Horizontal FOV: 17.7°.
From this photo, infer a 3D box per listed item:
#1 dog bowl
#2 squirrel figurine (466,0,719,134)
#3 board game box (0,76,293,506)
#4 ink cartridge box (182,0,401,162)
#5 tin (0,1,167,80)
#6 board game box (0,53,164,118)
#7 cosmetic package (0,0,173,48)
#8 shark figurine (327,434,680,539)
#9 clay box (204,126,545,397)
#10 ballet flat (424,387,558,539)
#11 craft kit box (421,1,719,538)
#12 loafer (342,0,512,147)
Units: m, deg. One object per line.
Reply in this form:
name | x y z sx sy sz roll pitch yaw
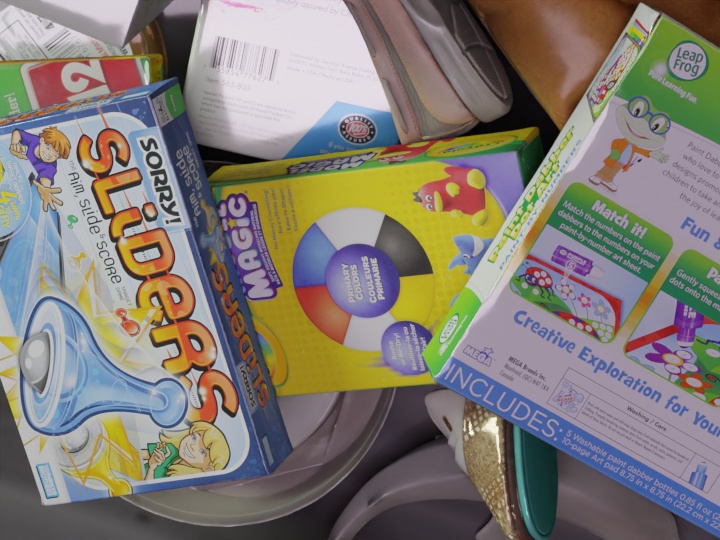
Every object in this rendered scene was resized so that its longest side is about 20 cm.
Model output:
dog bowl | -0.075 0.033 1.237 0.200 0.059 0.200 2 105 6
squirrel figurine | 0.137 -0.171 1.112 0.187 0.142 0.200 -35 117 5
board game box | -0.125 0.014 1.153 0.135 0.034 0.200 -11 106 25
ink cartridge box | -0.017 -0.156 1.176 0.115 0.068 0.200 13 106 0
tin | -0.196 -0.083 1.231 0.200 0.042 0.112 -36 94 13
board game box | -0.197 -0.060 1.194 0.200 0.030 0.096 -1 97 16
cosmetic package | -0.131 -0.178 1.113 0.108 0.200 0.085 21 108 -2
shark figurine | 0.056 0.122 1.235 0.214 0.090 0.128 -12 102 7
clay box | 0.000 0.000 1.144 0.200 0.048 0.115 -7 107 22
ballet flat | 0.067 0.049 1.194 0.065 0.071 0.200 -6 66 21
craft kit box | 0.163 0.009 1.079 0.200 0.049 0.198 30 102 -14
loafer | -0.003 -0.144 1.109 0.063 0.072 0.200 -29 107 21
